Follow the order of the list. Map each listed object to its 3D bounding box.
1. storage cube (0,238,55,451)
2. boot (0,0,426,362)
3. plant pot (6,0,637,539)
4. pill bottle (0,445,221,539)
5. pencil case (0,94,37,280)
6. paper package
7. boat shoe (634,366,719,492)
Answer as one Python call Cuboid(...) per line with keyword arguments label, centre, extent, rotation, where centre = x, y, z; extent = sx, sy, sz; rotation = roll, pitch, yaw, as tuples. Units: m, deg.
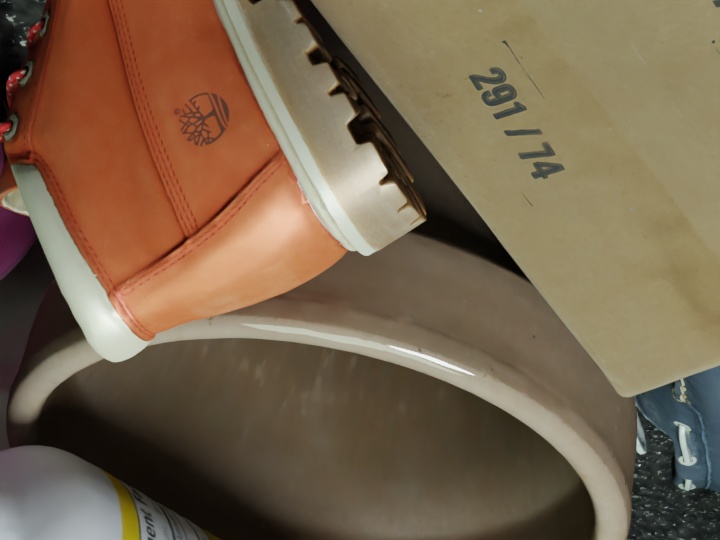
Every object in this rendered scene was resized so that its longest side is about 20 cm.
Cuboid(label="storage cube", centre=(-0.151, 0.090, 0.951), extent=(0.199, 0.172, 0.180), rotation=(11, 144, 21))
Cuboid(label="boot", centre=(-0.070, -0.070, 0.682), extent=(0.107, 0.201, 0.075), rotation=(-31, 150, 9))
Cuboid(label="plant pot", centre=(0.000, 0.000, 0.790), extent=(0.199, 0.175, 0.201), rotation=(8, 147, 6))
Cuboid(label="pill bottle", centre=(-0.086, 0.123, 0.743), extent=(0.200, 0.112, 0.111), rotation=(35, 141, -31))
Cuboid(label="pencil case", centre=(-0.177, -0.061, 0.833), extent=(0.090, 0.094, 0.200), rotation=(0, 146, 18))
Cuboid(label="paper package", centre=(0.094, -0.090, 0.641), extent=(0.190, 0.104, 0.200), rotation=(-24, 116, 41))
Cuboid(label="boat shoe", centre=(0.126, 0.034, 0.897), extent=(0.061, 0.075, 0.200), rotation=(-3, 157, 17))
